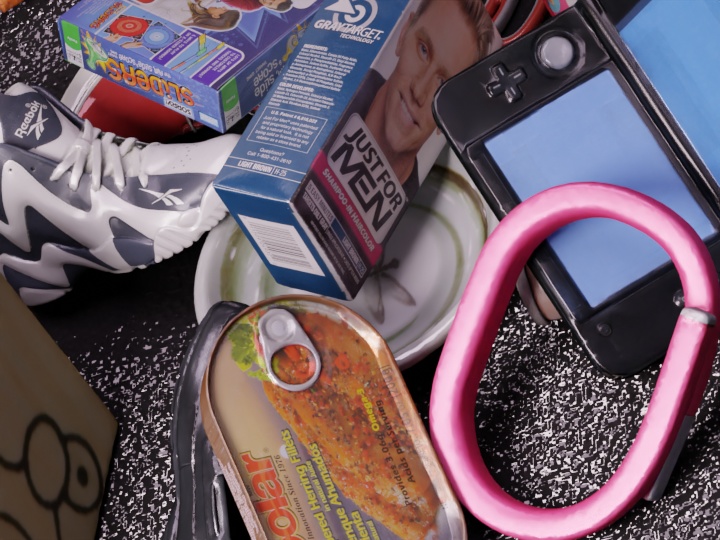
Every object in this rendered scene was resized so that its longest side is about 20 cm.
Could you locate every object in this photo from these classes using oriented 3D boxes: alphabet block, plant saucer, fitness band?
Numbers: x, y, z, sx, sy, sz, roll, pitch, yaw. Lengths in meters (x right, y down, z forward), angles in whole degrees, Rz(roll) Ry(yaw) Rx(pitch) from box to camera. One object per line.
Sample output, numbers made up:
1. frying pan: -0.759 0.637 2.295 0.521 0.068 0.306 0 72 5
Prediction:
1. alphabet block: -0.278 0.118 1.711 0.196 0.200 0.196 -6 51 22
2. plant saucer: 0.000 0.000 1.765 0.199 0.050 0.201 -14 49 16
3. fitness band: 0.115 0.051 1.622 0.143 0.037 0.201 22 95 23

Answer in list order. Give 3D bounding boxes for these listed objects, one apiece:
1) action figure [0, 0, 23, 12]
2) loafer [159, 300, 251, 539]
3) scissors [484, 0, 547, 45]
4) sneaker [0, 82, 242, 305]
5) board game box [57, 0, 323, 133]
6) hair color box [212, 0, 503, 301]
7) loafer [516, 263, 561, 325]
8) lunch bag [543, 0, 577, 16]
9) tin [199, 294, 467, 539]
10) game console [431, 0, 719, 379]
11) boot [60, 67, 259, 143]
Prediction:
1. action figure: -0.215 -0.235 2.030 0.193 0.105 0.200 -43 45 4
2. loafer: -0.070 0.117 1.672 0.070 0.068 0.201 0 76 26
3. scissors: 0.113 -0.219 1.909 0.073 0.014 0.200 9 58 35
4. sneaker: -0.168 -0.067 1.819 0.199 0.130 0.080 -19 29 35
5. board game box: -0.074 -0.174 1.867 0.135 0.035 0.200 26 50 31
6. hair color box: 0.001 -0.093 1.735 0.060 0.100 0.200 13 61 34
7. loafer: 0.118 -0.061 1.736 0.063 0.072 0.201 -15 50 16
8. lunch bag: 0.177 -0.183 1.732 0.200 0.176 0.082 28 70 39
9. tin: -0.017 0.110 1.631 0.112 0.042 0.201 -16 72 -24
10. game console: 0.160 -0.072 1.634 0.175 0.116 0.200 -30 78 -9
11. boot: -0.091 -0.110 1.888 0.200 0.073 0.144 -41 49 -13
